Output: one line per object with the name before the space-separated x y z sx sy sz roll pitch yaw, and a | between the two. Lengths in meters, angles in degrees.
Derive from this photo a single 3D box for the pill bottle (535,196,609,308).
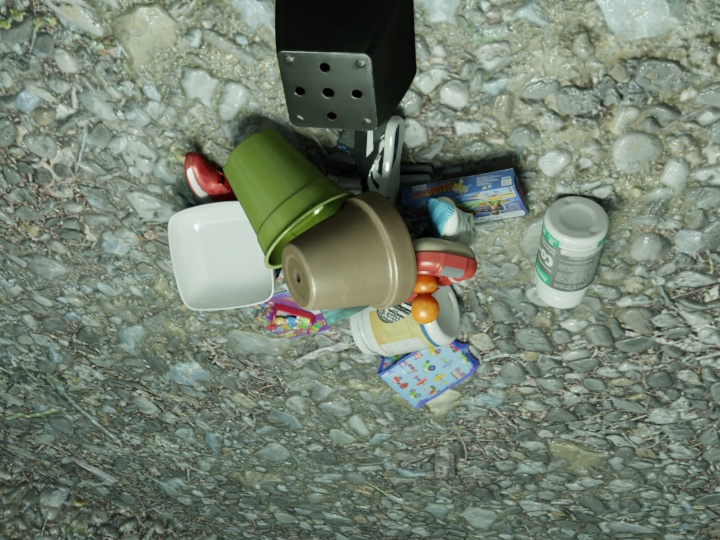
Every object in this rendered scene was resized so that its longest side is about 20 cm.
pill bottle | 0.379 -0.028 1.476 0.112 0.114 0.201 6 140 9

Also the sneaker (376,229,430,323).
sneaker | 0.097 0.017 1.562 0.073 0.201 0.080 34 172 0

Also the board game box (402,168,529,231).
board game box | 0.188 -0.121 1.438 0.198 0.035 0.135 -8 159 20

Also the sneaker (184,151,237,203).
sneaker | -0.245 -0.165 1.544 0.114 0.079 0.200 -11 149 15

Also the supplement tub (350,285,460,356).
supplement tub | 0.092 0.099 1.694 0.199 0.146 0.145 -15 134 32

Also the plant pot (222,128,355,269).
plant pot | -0.139 -0.140 1.424 0.191 0.199 0.200 53 141 12

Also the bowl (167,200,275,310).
bowl | -0.256 -0.033 1.546 0.198 0.075 0.202 -7 101 12

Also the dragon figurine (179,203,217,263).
dragon figurine | -0.288 -0.057 1.642 0.199 0.100 0.059 29 159 -7

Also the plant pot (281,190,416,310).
plant pot | -0.032 -0.016 1.336 0.173 0.201 0.201 -17 151 -26

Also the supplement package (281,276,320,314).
supplement package | -0.044 -0.008 1.630 0.199 0.110 0.114 -20 131 35

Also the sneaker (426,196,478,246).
sneaker | 0.161 -0.080 1.406 0.080 0.077 0.200 -11 166 3

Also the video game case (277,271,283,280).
video game case | -0.281 -0.003 1.784 0.199 0.018 0.143 -20 131 36

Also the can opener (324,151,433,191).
can opener | 0.031 -0.172 1.453 0.198 0.053 0.067 4 142 11

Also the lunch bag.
lunch bag | 0.163 0.214 1.871 0.199 0.095 0.151 -27 124 28

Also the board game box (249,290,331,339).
board game box | -0.164 0.118 1.877 0.199 0.039 0.158 -15 133 32

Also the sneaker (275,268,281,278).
sneaker | -0.165 -0.048 1.604 0.072 0.113 0.201 18 141 -6

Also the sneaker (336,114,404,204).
sneaker | 0.010 -0.181 1.405 0.111 0.073 0.202 19 117 21

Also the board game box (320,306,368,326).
board game box | 0.000 0.000 1.500 0.199 0.028 0.136 -25 93 -5

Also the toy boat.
toy boat | 0.110 0.027 1.396 0.129 0.132 0.200 9 165 -24

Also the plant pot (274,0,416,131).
plant pot | -0.028 -0.317 1.195 0.198 0.179 0.200 4 141 10
